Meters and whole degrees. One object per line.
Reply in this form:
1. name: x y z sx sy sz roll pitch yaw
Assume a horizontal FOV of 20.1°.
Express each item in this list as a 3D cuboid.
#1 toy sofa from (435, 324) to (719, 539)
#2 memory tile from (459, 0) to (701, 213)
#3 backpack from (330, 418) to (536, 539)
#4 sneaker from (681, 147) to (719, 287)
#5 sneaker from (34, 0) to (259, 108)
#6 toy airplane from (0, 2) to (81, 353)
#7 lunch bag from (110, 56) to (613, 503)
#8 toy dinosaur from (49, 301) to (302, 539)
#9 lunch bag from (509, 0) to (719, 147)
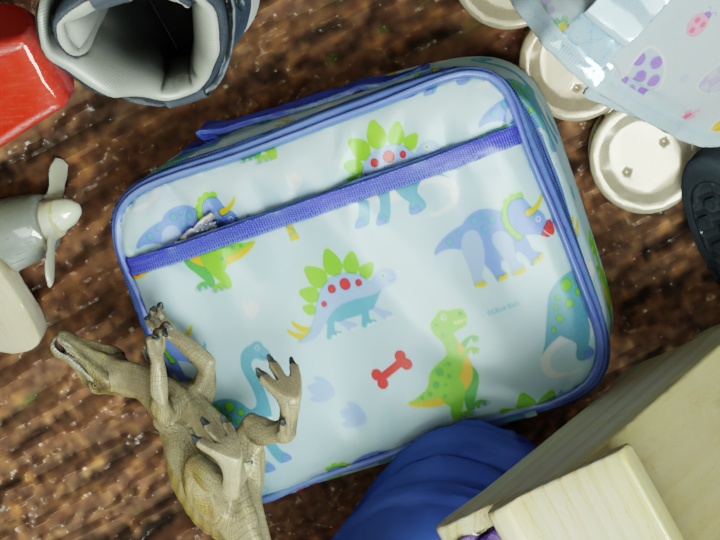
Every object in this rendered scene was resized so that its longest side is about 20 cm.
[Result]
1. toy sofa: 0.124 0.086 0.787 0.097 0.200 0.083 -30 90 37
2. memory tile: 0.150 -0.137 0.871 0.200 0.017 0.154 -38 95 13
3. backpack: 0.073 0.160 0.854 0.199 0.168 0.163 29 127 -2
4. sneaker: 0.222 0.013 0.876 0.078 0.066 0.200 -43 90 -20
5. sneaker: -0.101 -0.162 0.809 0.076 0.146 0.204 -20 110 15
6. toy airplane: -0.208 -0.072 0.880 0.198 0.141 0.201 28 140 11
7. lunch bag: 0.000 0.000 0.881 0.198 0.082 0.162 -17 99 13
8. toy dinosaur: -0.056 0.083 0.831 0.201 0.058 0.101 55 146 25
9. lunch bag: 0.141 -0.142 0.759 0.127 0.200 0.170 40 105 -1
